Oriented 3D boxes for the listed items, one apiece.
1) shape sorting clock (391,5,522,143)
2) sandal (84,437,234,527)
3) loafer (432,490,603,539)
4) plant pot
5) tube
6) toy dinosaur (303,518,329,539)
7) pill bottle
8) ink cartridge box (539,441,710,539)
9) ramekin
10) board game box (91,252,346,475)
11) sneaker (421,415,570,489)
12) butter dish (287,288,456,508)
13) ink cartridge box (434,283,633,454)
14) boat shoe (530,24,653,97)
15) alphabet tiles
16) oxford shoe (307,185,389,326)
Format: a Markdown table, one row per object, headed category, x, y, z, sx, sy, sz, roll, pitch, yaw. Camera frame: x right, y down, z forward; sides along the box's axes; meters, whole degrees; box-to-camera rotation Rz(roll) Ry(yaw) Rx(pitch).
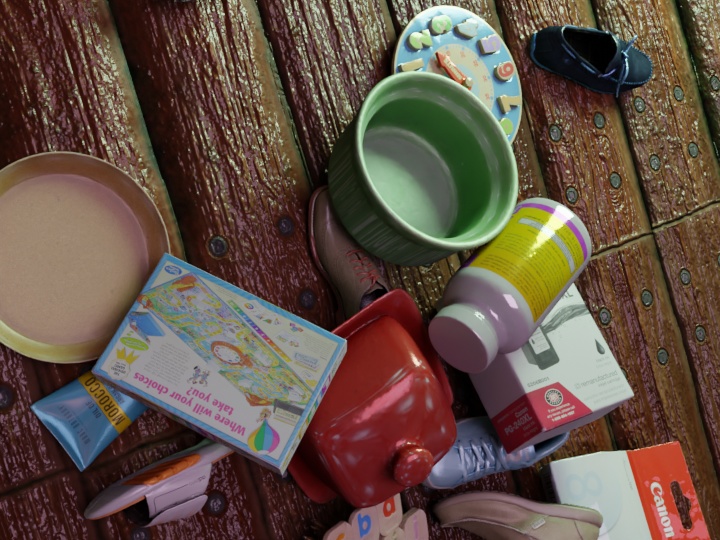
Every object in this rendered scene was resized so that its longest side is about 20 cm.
| category | x | y | z | sx | sy | sz | roll | pitch | yaw |
| --- | --- | --- | --- | --- | --- | --- | --- | --- | --- |
| shape sorting clock | 0.122 | -0.223 | 1.139 | 0.199 | 0.039 | 0.202 | 3 | 84 | -29 |
| sandal | -0.163 | 0.206 | 0.914 | 0.206 | 0.079 | 0.060 | -23 | 94 | -31 |
| loafer | 0.180 | 0.295 | 1.069 | 0.198 | 0.076 | 0.069 | 7 | 67 | -2 |
| plant pot | -0.282 | -0.012 | 0.899 | 0.199 | 0.027 | 0.202 | 3 | 85 | -29 |
| tube | -0.215 | 0.101 | 0.919 | 0.200 | 0.050 | 0.078 | -39 | 89 | -21 |
| toy dinosaur | -0.056 | 0.326 | 0.988 | 0.199 | 0.060 | 0.107 | 22 | 103 | -26 |
| pill bottle | 0.156 | 0.017 | 0.993 | 0.200 | 0.104 | 0.105 | -44 | 106 | -34 |
| ink cartridge box | 0.334 | 0.300 | 1.148 | 0.198 | 0.047 | 0.161 | -9 | 70 | -12 |
| ramekin | 0.062 | -0.102 | 1.010 | 0.199 | 0.098 | 0.202 | 11 | 67 | -26 |
| board game box | -0.130 | 0.085 | 0.881 | 0.199 | 0.034 | 0.135 | 25 | 69 | 9 |
| sneaker | 0.159 | 0.203 | 1.093 | 0.199 | 0.082 | 0.074 | -18 | 93 | -29 |
| butter dish | 0.021 | 0.158 | 0.939 | 0.199 | 0.148 | 0.200 | -34 | 127 | -11 |
| ink cartridge box | 0.197 | 0.088 | 1.084 | 0.144 | 0.083 | 0.201 | -14 | 68 | -30 |
| boat shoe | 0.317 | -0.276 | 1.236 | 0.199 | 0.069 | 0.085 | -1 | 86 | -29 |
| alphabet tiles | 0.010 | 0.339 | 0.996 | 0.199 | 0.015 | 0.197 | -24 | 113 | -45 |
| oxford shoe | 0.000 | 0.000 | 1.028 | 0.070 | 0.075 | 0.201 | -21 | 96 | -29 |
